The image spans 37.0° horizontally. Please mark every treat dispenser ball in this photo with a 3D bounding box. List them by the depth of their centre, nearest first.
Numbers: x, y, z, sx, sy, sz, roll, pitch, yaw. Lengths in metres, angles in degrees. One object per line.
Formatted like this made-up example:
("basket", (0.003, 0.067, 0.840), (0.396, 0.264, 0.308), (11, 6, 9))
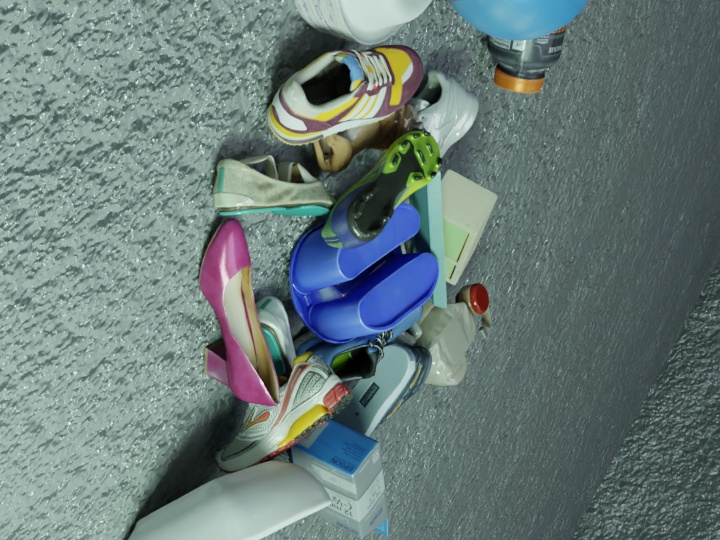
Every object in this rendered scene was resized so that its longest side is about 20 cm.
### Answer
("treat dispenser ball", (0.191, -0.378, 1.282), (0.201, 0.200, 0.202), (-41, 143, -42))

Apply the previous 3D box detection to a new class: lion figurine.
("lion figurine", (-0.004, -0.160, 1.240), (0.199, 0.072, 0.123), (-29, 143, -33))

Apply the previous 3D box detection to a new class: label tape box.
("label tape box", (-0.043, 0.273, 1.376), (0.066, 0.142, 0.201), (-46, 146, -37))

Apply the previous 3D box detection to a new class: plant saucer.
("plant saucer", (0.082, -0.048, 1.339), (0.019, 0.070, 0.201), (-17, 125, -15))

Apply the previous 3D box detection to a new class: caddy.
("caddy", (0.000, 0.000, 1.291), (0.200, 0.104, 0.142), (-34, 106, -43))

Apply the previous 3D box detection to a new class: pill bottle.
("pill bottle", (0.235, -0.351, 1.491), (0.106, 0.106, 0.202), (-31, 136, -50))

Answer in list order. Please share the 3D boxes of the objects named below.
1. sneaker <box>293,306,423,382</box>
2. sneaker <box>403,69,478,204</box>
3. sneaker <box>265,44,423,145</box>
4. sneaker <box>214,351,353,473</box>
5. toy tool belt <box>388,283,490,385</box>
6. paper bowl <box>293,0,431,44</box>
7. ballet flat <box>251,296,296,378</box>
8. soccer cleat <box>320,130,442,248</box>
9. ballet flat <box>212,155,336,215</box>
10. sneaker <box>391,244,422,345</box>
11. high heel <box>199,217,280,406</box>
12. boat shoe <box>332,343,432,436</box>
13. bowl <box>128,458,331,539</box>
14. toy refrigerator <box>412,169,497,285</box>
("sneaker", (0.007, 0.096, 1.352), (0.199, 0.089, 0.079), (-31, 134, -27))
("sneaker", (0.069, -0.164, 1.379), (0.099, 0.075, 0.201), (37, 77, -38))
("sneaker", (-0.002, -0.195, 1.118), (0.199, 0.075, 0.090), (-31, 174, -29))
("sneaker", (-0.096, 0.162, 1.217), (0.200, 0.082, 0.078), (-40, 169, 27))
("toy tool belt", (0.100, 0.090, 1.578), (0.200, 0.122, 0.126), (-52, 123, -47))
("paper bowl", (0.021, -0.334, 1.107), (0.201, 0.104, 0.202), (-44, 144, -43))
("ballet flat", (-0.095, 0.110, 1.262), (0.069, 0.069, 0.201), (-48, 146, -35))
("soccer cleat", (0.023, -0.095, 1.214), (0.065, 0.083, 0.200), (55, 48, -17))
("ballet flat", (-0.083, -0.089, 1.133), (0.200, 0.067, 0.063), (-4, 92, -63))
("sneaker", (0.048, 0.016, 1.435), (0.075, 0.081, 0.201), (-42, 141, -39))
("high heel", (-0.118, 0.047, 1.125), (0.067, 0.095, 0.202), (-26, 131, -53))
("boat shoe", (0.020, 0.181, 1.450), (0.201, 0.071, 0.091), (-49, 156, 17))
("bowl", (-0.151, 0.273, 1.174), (0.199, 0.075, 0.199), (-32, 166, 28))
("toy refrigerator", (0.122, -0.052, 1.455), (0.070, 0.075, 0.200), (-59, 173, -18))
